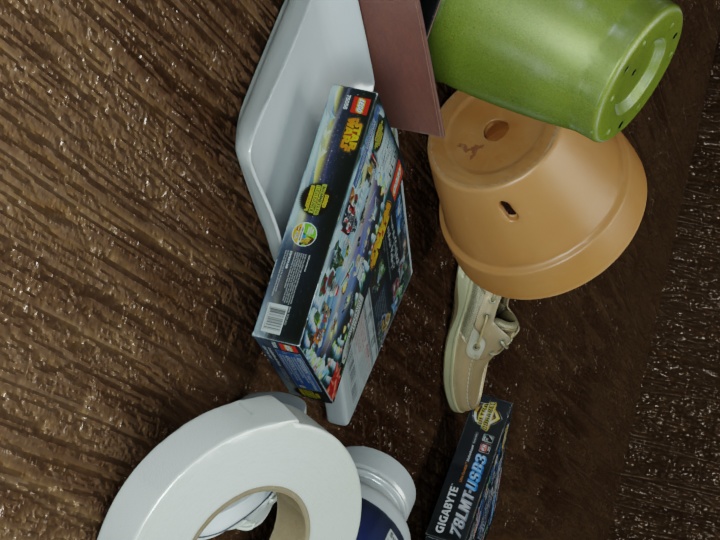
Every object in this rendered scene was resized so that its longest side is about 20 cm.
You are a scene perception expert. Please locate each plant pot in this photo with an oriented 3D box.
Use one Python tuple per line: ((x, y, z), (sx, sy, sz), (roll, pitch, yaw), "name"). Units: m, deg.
((0.156, -0.209, 1.785), (0.200, 0.192, 0.201), (-47, 159, -25), "plant pot")
((0.151, -0.093, 1.995), (0.140, 0.199, 0.201), (52, 49, -49), "plant pot")

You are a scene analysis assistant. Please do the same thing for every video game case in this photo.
((0.000, 0.000, 1.812), (0.201, 0.023, 0.182), (82, 25, -48), "video game case")

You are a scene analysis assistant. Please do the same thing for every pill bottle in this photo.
((-0.024, 0.238, 1.730), (0.200, 0.110, 0.112), (-62, 157, -46), "pill bottle")

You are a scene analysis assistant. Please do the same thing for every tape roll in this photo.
((-0.086, 0.181, 1.430), (0.202, 0.037, 0.204), (-22, 128, -31), "tape roll")

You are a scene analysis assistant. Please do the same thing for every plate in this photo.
((-0.043, -0.114, 1.564), (0.200, 0.032, 0.200), (74, 31, -59), "plate")

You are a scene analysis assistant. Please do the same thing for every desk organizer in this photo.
((0.028, -0.191, 1.675), (0.200, 0.077, 0.072), (75, 31, -58), "desk organizer")

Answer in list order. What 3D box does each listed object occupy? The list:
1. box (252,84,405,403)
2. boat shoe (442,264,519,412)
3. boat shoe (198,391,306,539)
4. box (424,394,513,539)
((-0.020, -0.017, 1.587), (0.137, 0.040, 0.201), (65, 40, -68), "box")
((0.128, 0.059, 2.213), (0.071, 0.064, 0.201), (-48, 147, -60), "boat shoe")
((-0.089, 0.153, 1.535), (0.200, 0.071, 0.066), (-59, 154, -66), "boat shoe")
((0.107, 0.268, 2.281), (0.201, 0.049, 0.199), (95, 13, -48), "box")
